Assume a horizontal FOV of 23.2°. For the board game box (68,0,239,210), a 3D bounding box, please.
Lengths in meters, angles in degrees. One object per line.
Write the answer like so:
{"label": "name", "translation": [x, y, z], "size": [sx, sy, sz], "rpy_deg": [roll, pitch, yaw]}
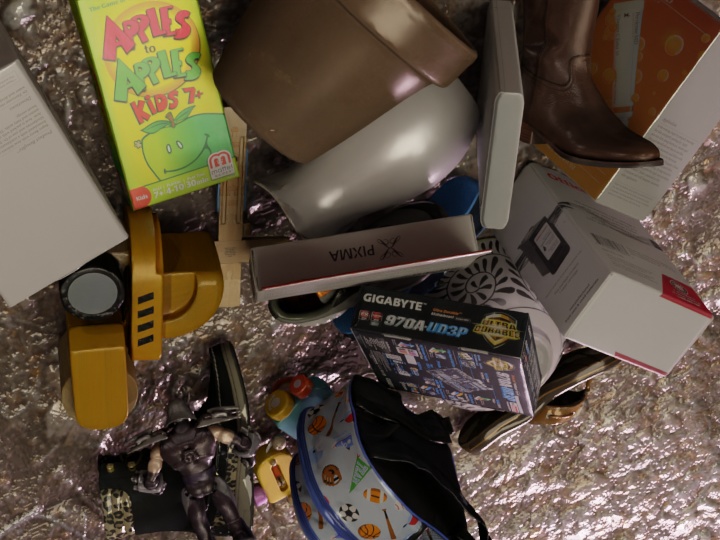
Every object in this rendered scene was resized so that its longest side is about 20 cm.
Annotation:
{"label": "board game box", "translation": [-0.178, -0.162, 1.518], "size": [0.101, 0.048, 0.201], "rpy_deg": [-19, 120, -12]}

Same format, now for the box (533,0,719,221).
{"label": "box", "translation": [0.266, -0.169, 1.666], "size": [0.097, 0.124, 0.200], "rpy_deg": [17, 113, -51]}

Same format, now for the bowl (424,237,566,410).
{"label": "bowl", "translation": [0.139, 0.075, 1.798], "size": [0.200, 0.094, 0.201], "rpy_deg": [-11, 124, -17]}

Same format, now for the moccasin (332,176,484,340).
{"label": "moccasin", "translation": [0.061, 0.000, 1.724], "size": [0.200, 0.081, 0.068], "rpy_deg": [-42, 142, 11]}

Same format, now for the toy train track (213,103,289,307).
{"label": "toy train track", "translation": [-0.123, -0.063, 1.634], "size": [0.114, 0.033, 0.201], "rpy_deg": [-2, 116, -15]}

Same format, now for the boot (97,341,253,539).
{"label": "boot", "translation": [-0.184, 0.175, 1.728], "size": [0.153, 0.074, 0.204], "rpy_deg": [-4, 107, -6]}

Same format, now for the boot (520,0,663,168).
{"label": "boot", "translation": [0.208, -0.202, 1.579], "size": [0.064, 0.186, 0.201], "rpy_deg": [-10, 114, -45]}

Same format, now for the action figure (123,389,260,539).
{"label": "action figure", "translation": [-0.150, 0.209, 1.674], "size": [0.130, 0.069, 0.201], "rpy_deg": [-18, 93, 9]}

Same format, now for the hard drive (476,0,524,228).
{"label": "hard drive", "translation": [0.124, -0.145, 1.586], "size": [0.027, 0.200, 0.132], "rpy_deg": [4, 121, -1]}

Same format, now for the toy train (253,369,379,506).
{"label": "toy train", "translation": [-0.047, 0.176, 1.808], "size": [0.150, 0.056, 0.201], "rpy_deg": [-6, 124, -27]}

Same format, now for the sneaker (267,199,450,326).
{"label": "sneaker", "translation": [0.000, 0.000, 1.655], "size": [0.200, 0.079, 0.074], "rpy_deg": [-29, 88, 17]}

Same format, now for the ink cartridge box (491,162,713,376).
{"label": "ink cartridge box", "translation": [0.232, -0.004, 1.724], "size": [0.145, 0.200, 0.084], "rpy_deg": [21, 115, -33]}

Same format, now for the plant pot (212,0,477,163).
{"label": "plant pot", "translation": [-0.029, -0.190, 1.490], "size": [0.175, 0.200, 0.200], "rpy_deg": [-46, 127, 12]}

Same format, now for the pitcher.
{"label": "pitcher", "translation": [0.012, -0.103, 1.624], "size": [0.200, 0.121, 0.172], "rpy_deg": [-40, 166, -2]}

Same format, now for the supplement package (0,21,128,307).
{"label": "supplement package", "translation": [-0.303, -0.095, 1.472], "size": [0.121, 0.120, 0.200], "rpy_deg": [-30, 128, -5]}

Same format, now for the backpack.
{"label": "backpack", "translation": [0.015, 0.202, 1.715], "size": [0.154, 0.200, 0.191], "rpy_deg": [-31, 130, 10]}

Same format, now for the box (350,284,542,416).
{"label": "box", "translation": [0.085, 0.078, 1.646], "size": [0.158, 0.046, 0.200], "rpy_deg": [10, 162, 13]}

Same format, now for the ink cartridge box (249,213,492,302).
{"label": "ink cartridge box", "translation": [0.004, -0.013, 1.528], "size": [0.199, 0.176, 0.045], "rpy_deg": [-9, 86, -6]}

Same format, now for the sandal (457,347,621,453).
{"label": "sandal", "translation": [0.197, 0.144, 1.870], "size": [0.200, 0.082, 0.055], "rpy_deg": [-35, 102, 4]}

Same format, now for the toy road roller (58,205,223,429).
{"label": "toy road roller", "translation": [-0.200, 0.037, 1.587], "size": [0.145, 0.123, 0.201], "rpy_deg": [-2, 122, -11]}
